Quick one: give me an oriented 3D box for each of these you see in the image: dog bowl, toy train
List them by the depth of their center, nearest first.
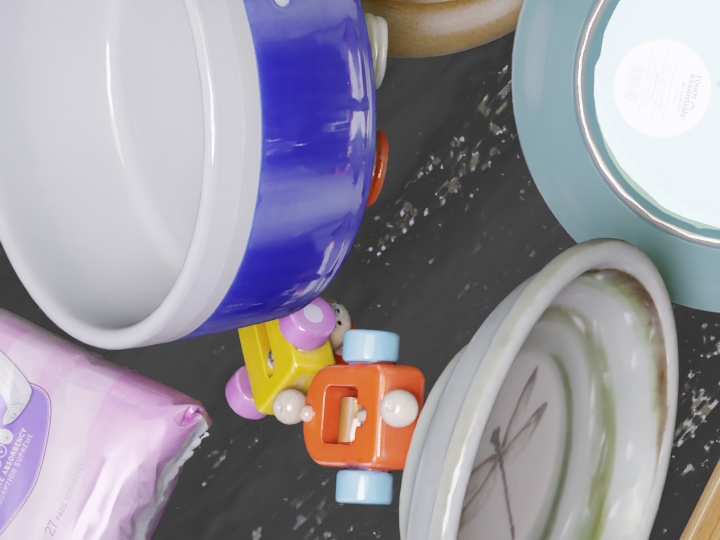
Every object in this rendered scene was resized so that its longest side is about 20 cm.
[{"bbox_3d":[-0.081,-0.071,1.043,0.079,0.200,0.200,-9,81,-34],"label":"dog bowl"},{"bbox_3d":[0.000,0.000,1.067,0.056,0.150,0.200,6,79,-29],"label":"toy train"}]

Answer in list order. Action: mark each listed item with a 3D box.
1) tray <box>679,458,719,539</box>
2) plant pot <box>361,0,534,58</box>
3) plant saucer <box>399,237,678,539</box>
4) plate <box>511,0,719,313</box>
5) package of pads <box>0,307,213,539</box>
[{"bbox_3d":[0.174,0.118,1.041,0.037,0.099,0.200,27,89,-30],"label":"tray"},{"bbox_3d":[0.023,-0.190,1.089,0.200,0.027,0.200,-1,96,-11],"label":"plant pot"},{"bbox_3d":[0.063,0.081,1.018,0.050,0.200,0.200,15,86,29],"label":"plant saucer"},{"bbox_3d":[0.158,-0.078,1.067,0.200,0.026,0.200,3,101,15],"label":"plate"},{"bbox_3d":[-0.174,0.073,1.103,0.200,0.076,0.121,25,85,9],"label":"package of pads"}]
